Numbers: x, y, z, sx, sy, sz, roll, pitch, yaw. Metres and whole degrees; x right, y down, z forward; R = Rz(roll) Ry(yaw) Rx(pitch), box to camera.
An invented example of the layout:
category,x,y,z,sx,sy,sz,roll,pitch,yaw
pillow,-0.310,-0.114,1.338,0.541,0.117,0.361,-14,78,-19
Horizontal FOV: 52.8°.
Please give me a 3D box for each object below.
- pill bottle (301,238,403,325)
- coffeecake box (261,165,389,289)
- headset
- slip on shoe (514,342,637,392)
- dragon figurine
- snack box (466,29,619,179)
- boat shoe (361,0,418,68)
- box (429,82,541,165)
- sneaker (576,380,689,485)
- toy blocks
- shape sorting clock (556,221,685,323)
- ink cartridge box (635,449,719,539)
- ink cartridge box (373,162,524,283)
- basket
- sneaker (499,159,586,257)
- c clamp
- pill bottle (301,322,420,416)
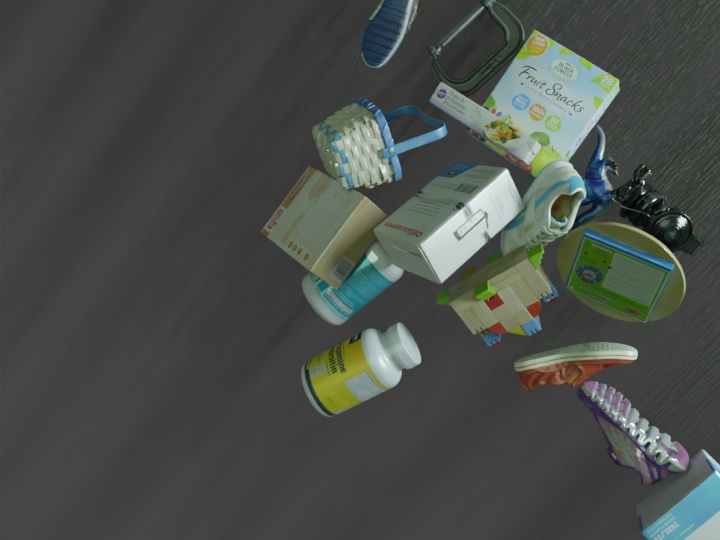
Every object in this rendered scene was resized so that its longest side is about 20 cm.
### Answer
category,x,y,z,sx,sy,sz,roll,pitch,yaw
pill bottle,0.000,0.000,1.294,0.200,0.111,0.111,-38,78,15
coffeecake box,-0.067,-0.080,1.272,0.154,0.073,0.200,-54,40,-1
headset,0.453,-0.093,1.097,0.094,0.199,0.124,-55,38,23
slip on shoe,0.355,0.159,1.194,0.199,0.074,0.062,-15,91,23
dragon figurine,0.376,-0.140,1.194,0.099,0.059,0.202,-14,85,18
snack box,0.304,-0.269,1.215,0.168,0.068,0.201,37,100,18
boat shoe,0.067,-0.454,1.296,0.072,0.072,0.201,29,103,16
box,0.205,-0.243,1.196,0.200,0.041,0.039,38,101,21
sneaker,0.422,0.267,1.169,0.200,0.080,0.089,44,120,18
toy blocks,0.247,0.054,1.205,0.199,0.100,0.137,-32,111,22
shape sorting clock,0.405,0.004,1.136,0.199,0.039,0.201,24,140,22
ink cartridge box,0.542,0.405,1.085,0.146,0.147,0.200,-45,76,12
ink cartridge box,0.142,-0.083,1.183,0.200,0.146,0.085,-41,118,-15
basket,0.029,-0.226,1.237,0.199,0.176,0.140,-26,117,-5
sneaker,0.292,-0.077,1.179,0.076,0.081,0.201,8,127,-21
c clamp,0.195,-0.415,1.280,0.171,0.027,0.200,45,101,9
pill bottle,0.002,0.172,1.290,0.199,0.112,0.113,-29,80,16
